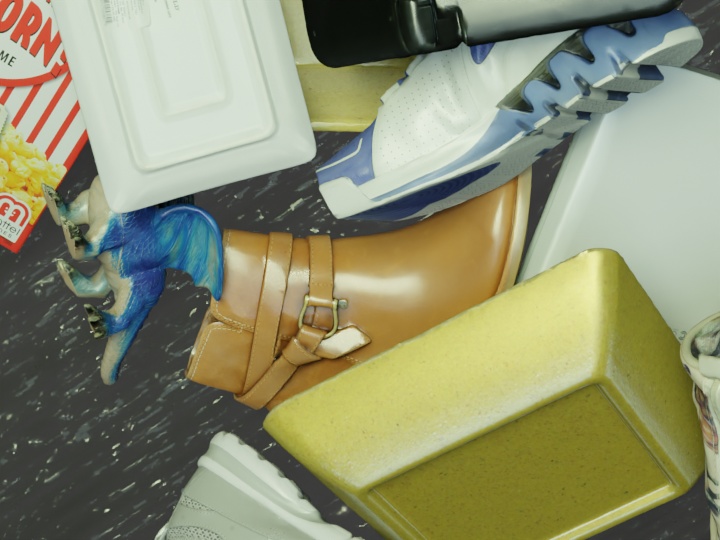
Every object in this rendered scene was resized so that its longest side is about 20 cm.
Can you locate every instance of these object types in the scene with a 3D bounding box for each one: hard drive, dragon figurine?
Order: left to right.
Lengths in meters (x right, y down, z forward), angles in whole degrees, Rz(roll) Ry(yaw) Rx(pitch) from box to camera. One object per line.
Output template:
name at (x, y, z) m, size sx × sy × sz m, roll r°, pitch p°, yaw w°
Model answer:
dragon figurine at (-0.105, -0.014, 0.993) m, size 0.099 × 0.059 × 0.201 m, roll -20°, pitch 131°, yaw -17°
hard drive at (0.153, -0.011, 1.031) m, size 0.131 × 0.026 × 0.201 m, roll 12°, pitch 106°, yaw -30°

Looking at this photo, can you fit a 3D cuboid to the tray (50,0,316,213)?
tray at (-0.094, -0.134, 0.905) m, size 0.107 × 0.022 × 0.202 m, roll -15°, pitch 102°, yaw -5°

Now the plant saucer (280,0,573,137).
plant saucer at (0.022, -0.173, 0.985) m, size 0.198 × 0.048 × 0.202 m, roll 2°, pitch 106°, yaw -4°

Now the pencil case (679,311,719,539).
pencil case at (0.208, 0.109, 0.974) m, size 0.077 × 0.089 × 0.201 m, roll 14°, pitch 129°, yaw 35°

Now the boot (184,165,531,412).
boot at (0.000, 0.000, 1.024) m, size 0.154 × 0.074 × 0.201 m, roll 19°, pitch 102°, yaw -5°

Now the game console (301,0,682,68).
game console at (0.045, -0.204, 0.876) m, size 0.116 × 0.176 × 0.202 m, roll -11°, pitch 96°, yaw -25°

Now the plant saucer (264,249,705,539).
plant saucer at (0.081, 0.095, 0.993) m, size 0.199 × 0.049 × 0.200 m, roll -27°, pitch 140°, yaw 13°

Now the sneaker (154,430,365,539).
sneaker at (-0.026, 0.175, 1.028) m, size 0.200 × 0.075 × 0.082 m, roll 36°, pitch 82°, yaw 30°

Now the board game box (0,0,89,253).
board game box at (-0.188, -0.129, 0.962) m, size 0.151 × 0.046 × 0.200 m, roll 30°, pitch 116°, yaw -12°

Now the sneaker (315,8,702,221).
sneaker at (0.061, -0.111, 0.945) m, size 0.199 × 0.080 × 0.116 m, roll -30°, pitch 76°, yaw 23°
